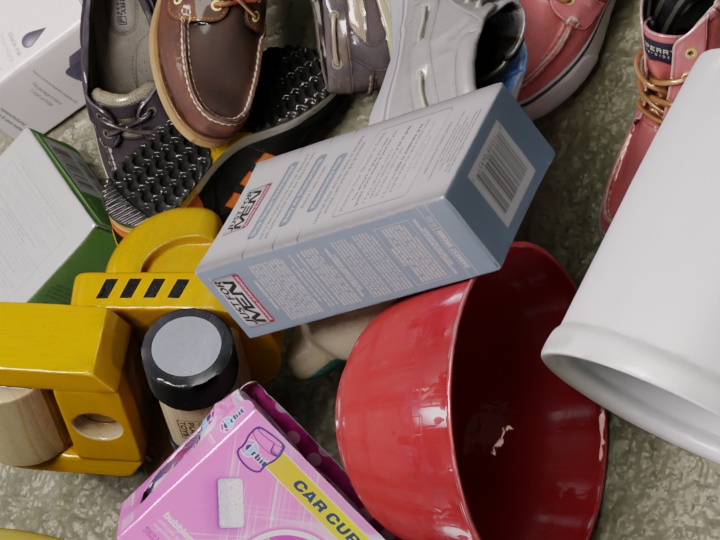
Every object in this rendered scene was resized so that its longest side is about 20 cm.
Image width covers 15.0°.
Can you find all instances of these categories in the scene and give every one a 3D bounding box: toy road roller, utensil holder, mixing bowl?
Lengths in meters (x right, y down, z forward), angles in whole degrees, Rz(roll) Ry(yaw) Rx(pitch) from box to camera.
[{"bbox_3d":[-0.147,0.041,1.701,0.199,0.123,0.147,1,56,9],"label":"toy road roller"},{"bbox_3d":[0.220,-0.003,1.562,0.169,0.170,0.201,21,80,32],"label":"utensil holder"},{"bbox_3d":[0.055,0.087,1.598,0.108,0.200,0.201,-5,68,30],"label":"mixing bowl"}]

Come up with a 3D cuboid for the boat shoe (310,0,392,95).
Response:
[{"bbox_3d":[-0.022,-0.208,1.779,0.073,0.075,0.201,-18,83,-10],"label":"boat shoe"}]

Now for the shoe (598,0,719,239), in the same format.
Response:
[{"bbox_3d":[0.189,-0.110,1.660,0.071,0.091,0.201,27,83,44],"label":"shoe"}]

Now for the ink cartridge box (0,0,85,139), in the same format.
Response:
[{"bbox_3d":[-0.200,-0.208,1.916,0.200,0.084,0.145,-34,60,12],"label":"ink cartridge box"}]

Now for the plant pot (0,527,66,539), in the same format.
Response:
[{"bbox_3d":[-0.187,0.264,1.670,0.199,0.196,0.195,-3,69,17],"label":"plant pot"}]

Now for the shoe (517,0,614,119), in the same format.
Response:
[{"bbox_3d":[0.127,-0.196,1.724,0.071,0.091,0.201,31,87,33],"label":"shoe"}]

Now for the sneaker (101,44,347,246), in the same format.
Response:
[{"bbox_3d":[-0.086,-0.069,1.810,0.070,0.090,0.200,36,61,30],"label":"sneaker"}]

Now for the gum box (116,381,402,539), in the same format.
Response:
[{"bbox_3d":[-0.043,0.172,1.624,0.113,0.066,0.200,-43,101,7],"label":"gum box"}]

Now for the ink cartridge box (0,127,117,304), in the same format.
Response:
[{"bbox_3d":[-0.251,0.012,1.868,0.200,0.059,0.104,-46,57,12],"label":"ink cartridge box"}]

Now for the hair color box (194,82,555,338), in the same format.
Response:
[{"bbox_3d":[0.007,-0.033,1.588,0.199,0.061,0.099,-15,34,41],"label":"hair color box"}]

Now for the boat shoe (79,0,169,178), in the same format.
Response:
[{"bbox_3d":[-0.153,-0.117,1.820,0.072,0.065,0.201,-4,100,12],"label":"boat shoe"}]

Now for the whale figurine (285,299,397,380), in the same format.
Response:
[{"bbox_3d":[0.000,0.000,1.736,0.200,0.104,0.160,1,69,54],"label":"whale figurine"}]

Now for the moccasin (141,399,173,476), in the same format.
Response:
[{"bbox_3d":[-0.154,0.103,1.782,0.201,0.074,0.078,40,82,24],"label":"moccasin"}]

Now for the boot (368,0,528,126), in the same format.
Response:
[{"bbox_3d":[0.068,-0.145,1.675,0.095,0.073,0.201,-27,40,39],"label":"boot"}]

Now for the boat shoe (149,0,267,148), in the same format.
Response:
[{"bbox_3d":[-0.094,-0.179,1.771,0.070,0.070,0.201,-36,51,46],"label":"boat shoe"}]
